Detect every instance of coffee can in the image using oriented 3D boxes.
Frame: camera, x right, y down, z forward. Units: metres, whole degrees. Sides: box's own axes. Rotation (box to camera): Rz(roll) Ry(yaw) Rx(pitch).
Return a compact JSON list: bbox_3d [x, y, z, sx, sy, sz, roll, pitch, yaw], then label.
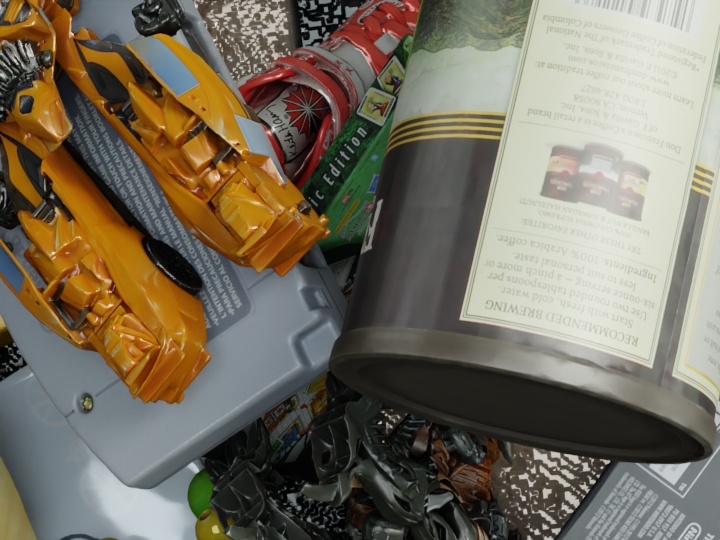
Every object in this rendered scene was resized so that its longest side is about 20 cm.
[{"bbox_3d":[0.082,-0.042,0.935,0.146,0.146,0.201,12,77,7],"label":"coffee can"}]

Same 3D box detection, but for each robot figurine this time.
[{"bbox_3d":[-0.109,-0.052,0.979,0.145,0.058,0.200,-48,68,15],"label":"robot figurine"}]

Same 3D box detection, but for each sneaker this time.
[{"bbox_3d":[0.006,-0.082,1.066,0.201,0.108,0.067,-43,83,2],"label":"sneaker"}]

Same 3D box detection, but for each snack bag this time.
[{"bbox_3d":[-0.142,0.139,1.115,0.200,0.021,0.189,-34,84,4],"label":"snack bag"}]

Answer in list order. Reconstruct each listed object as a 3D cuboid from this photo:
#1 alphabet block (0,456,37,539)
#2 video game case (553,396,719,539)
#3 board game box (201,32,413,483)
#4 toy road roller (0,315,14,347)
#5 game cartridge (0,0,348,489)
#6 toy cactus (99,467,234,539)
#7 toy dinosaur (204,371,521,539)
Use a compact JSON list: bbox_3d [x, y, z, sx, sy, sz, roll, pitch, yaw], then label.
[{"bbox_3d":[-0.231,0.173,0.979,0.195,0.200,0.197,-11,124,4],"label":"alphabet block"},{"bbox_3d":[0.154,0.153,0.976,0.181,0.025,0.200,36,97,7],"label":"video game case"},{"bbox_3d":[0.000,0.000,1.049,0.200,0.105,0.023,-55,49,12],"label":"board game box"},{"bbox_3d":[-0.239,-0.006,1.071,0.199,0.146,0.123,-23,85,5],"label":"toy road roller"},{"bbox_3d":[-0.095,-0.019,1.022,0.133,0.041,0.200,-35,71,25],"label":"game cartridge"},{"bbox_3d":[-0.044,0.182,1.029,0.164,0.102,0.200,9,47,-2],"label":"toy cactus"},{"bbox_3d":[0.019,0.106,1.013,0.102,0.200,0.136,-43,112,14],"label":"toy dinosaur"}]
